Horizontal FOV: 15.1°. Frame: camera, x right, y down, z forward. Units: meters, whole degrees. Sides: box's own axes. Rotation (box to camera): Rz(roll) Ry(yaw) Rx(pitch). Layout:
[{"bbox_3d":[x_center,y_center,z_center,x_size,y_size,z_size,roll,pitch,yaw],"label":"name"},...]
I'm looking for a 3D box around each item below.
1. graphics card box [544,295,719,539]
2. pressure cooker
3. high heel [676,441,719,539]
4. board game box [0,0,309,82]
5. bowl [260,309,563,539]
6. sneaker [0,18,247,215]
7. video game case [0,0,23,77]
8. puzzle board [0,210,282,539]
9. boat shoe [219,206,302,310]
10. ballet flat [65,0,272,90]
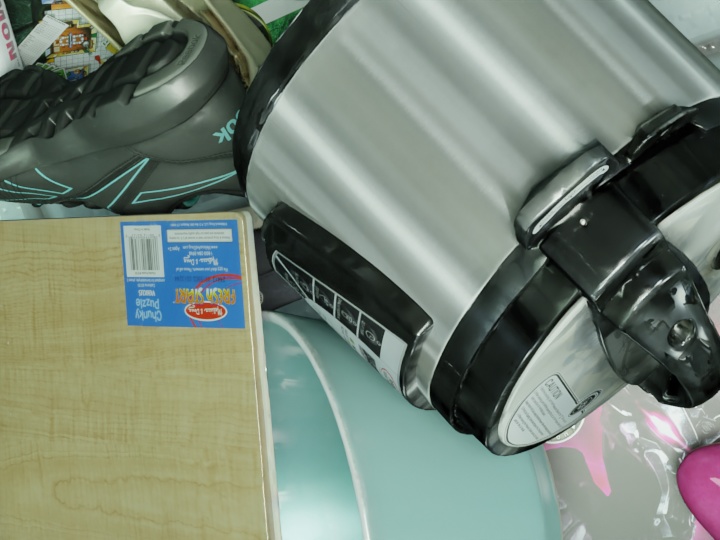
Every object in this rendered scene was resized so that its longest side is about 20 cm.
[{"bbox_3d":[0.127,0.068,1.225,0.125,0.051,0.201,17,98,2],"label":"graphics card box"},{"bbox_3d":[0.069,-0.028,1.052,0.200,0.175,0.179,46,132,18],"label":"pressure cooker"},{"bbox_3d":[0.218,0.148,1.154,0.199,0.096,0.067,35,120,-3],"label":"high heel"},{"bbox_3d":[-0.069,-0.132,1.251,0.199,0.023,0.105,-21,100,20],"label":"board game box"},{"bbox_3d":[0.017,0.111,1.146,0.104,0.201,0.202,-6,110,-19],"label":"bowl"},{"bbox_3d":[-0.119,-0.048,1.201,0.199,0.076,0.079,-10,130,45],"label":"sneaker"},{"bbox_3d":[-0.263,-0.129,1.292,0.199,0.023,0.183,-8,106,24],"label":"video game case"},{"bbox_3d":[-0.103,0.051,1.189,0.199,0.017,0.152,-1,94,48],"label":"puzzle board"},{"bbox_3d":[0.000,0.000,1.194,0.199,0.073,0.063,-9,79,7],"label":"boat shoe"},{"bbox_3d":[-0.114,-0.139,1.214,0.200,0.069,0.069,44,113,-3],"label":"ballet flat"}]
